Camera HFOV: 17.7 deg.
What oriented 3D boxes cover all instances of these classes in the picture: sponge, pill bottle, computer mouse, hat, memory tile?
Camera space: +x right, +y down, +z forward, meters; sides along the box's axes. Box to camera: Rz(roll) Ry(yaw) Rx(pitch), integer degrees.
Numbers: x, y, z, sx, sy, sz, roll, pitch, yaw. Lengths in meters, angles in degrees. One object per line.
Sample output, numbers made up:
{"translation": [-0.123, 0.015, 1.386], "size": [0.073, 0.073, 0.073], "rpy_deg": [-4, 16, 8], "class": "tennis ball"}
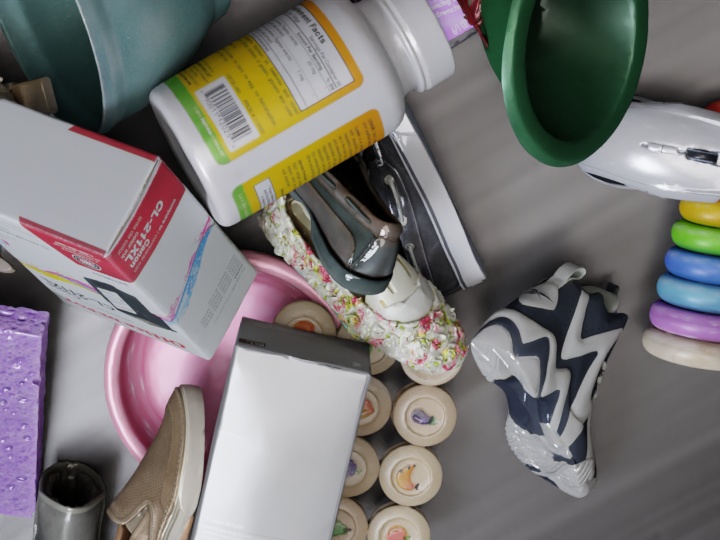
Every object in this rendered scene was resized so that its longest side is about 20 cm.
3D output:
{"translation": [-0.298, 0.105, 1.772], "size": [0.111, 0.030, 0.201], "rpy_deg": [9, 131, -1], "class": "sponge"}
{"translation": [-0.038, -0.126, 1.629], "size": [0.199, 0.111, 0.112], "rpy_deg": [-30, 103, -7], "class": "pill bottle"}
{"translation": [0.241, -0.084, 1.709], "size": [0.199, 0.044, 0.111], "rpy_deg": [11, 95, 29], "class": "computer mouse"}
{"translation": [0.092, -0.188, 1.660], "size": [0.175, 0.165, 0.202], "rpy_deg": [15, 106, 39], "class": "hat"}
{"translation": [-0.006, 0.126, 1.773], "size": [0.152, 0.017, 0.201], "rpy_deg": [9, 104, -3], "class": "memory tile"}

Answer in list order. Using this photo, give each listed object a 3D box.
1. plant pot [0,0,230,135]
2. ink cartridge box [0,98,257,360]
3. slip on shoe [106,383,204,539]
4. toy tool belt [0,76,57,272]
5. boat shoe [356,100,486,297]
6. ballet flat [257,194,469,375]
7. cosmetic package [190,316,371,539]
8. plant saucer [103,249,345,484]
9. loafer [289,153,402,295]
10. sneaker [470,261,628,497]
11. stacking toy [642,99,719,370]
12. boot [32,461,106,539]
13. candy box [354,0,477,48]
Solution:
{"translation": [-0.177, -0.212, 1.662], "size": [0.134, 0.200, 0.201], "rpy_deg": [-26, 104, -20], "class": "plant pot"}
{"translation": [-0.180, -0.026, 1.660], "size": [0.145, 0.200, 0.083], "rpy_deg": [20, 74, 26], "class": "ink cartridge box"}
{"translation": [-0.161, 0.183, 1.747], "size": [0.060, 0.076, 0.201], "rpy_deg": [11, 97, -12], "class": "slip on shoe"}
{"translation": [-0.290, -0.057, 1.713], "size": [0.122, 0.125, 0.201], "rpy_deg": [16, 106, 20], "class": "toy tool belt"}
{"translation": [0.026, -0.067, 1.750], "size": [0.067, 0.072, 0.201], "rpy_deg": [-24, 110, 5], "class": "boat shoe"}
{"translation": [0.000, 0.000, 1.725], "size": [0.200, 0.064, 0.076], "rpy_deg": [39, 60, 17], "class": "ballet flat"}
{"translation": [-0.062, 0.146, 1.727], "size": [0.106, 0.090, 0.201], "rpy_deg": [14, 102, -4], "class": "cosmetic package"}
{"translation": [-0.098, 0.079, 1.795], "size": [0.199, 0.051, 0.202], "rpy_deg": [0, 104, 0], "class": "plant saucer"}
{"translation": [-0.016, -0.070, 1.691], "size": [0.071, 0.201, 0.063], "rpy_deg": [4, 131, -34], "class": "loafer"}
{"translation": [0.166, 0.075, 1.778], "size": [0.130, 0.079, 0.200], "rpy_deg": [-46, 129, -20], "class": "sneaker"}
{"translation": [0.271, -0.030, 1.756], "size": [0.085, 0.085, 0.201], "rpy_deg": [9, 100, -2], "class": "stacking toy"}
{"translation": [-0.229, 0.271, 1.786], "size": [0.072, 0.182, 0.201], "rpy_deg": [10, 109, -21], "class": "boot"}
{"translation": [0.049, -0.272, 1.692], "size": [0.167, 0.072, 0.201], "rpy_deg": [-31, 103, 8], "class": "candy box"}
